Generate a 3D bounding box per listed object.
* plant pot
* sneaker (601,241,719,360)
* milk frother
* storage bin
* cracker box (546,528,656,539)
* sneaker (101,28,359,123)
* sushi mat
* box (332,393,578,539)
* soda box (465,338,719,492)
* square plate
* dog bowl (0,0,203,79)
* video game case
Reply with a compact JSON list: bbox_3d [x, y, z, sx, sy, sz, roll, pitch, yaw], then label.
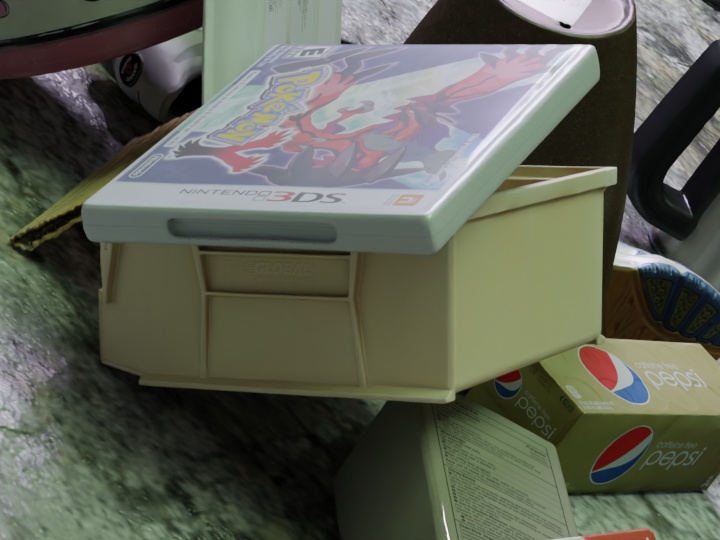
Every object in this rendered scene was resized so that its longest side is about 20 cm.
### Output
[{"bbox_3d":[0.079,-0.079,1.523,0.186,0.200,0.187,12,37,-9],"label":"plant pot"},{"bbox_3d":[0.151,-0.002,1.706,0.199,0.075,0.088,25,24,-27],"label":"sneaker"},{"bbox_3d":[0.283,-0.099,1.934,0.180,0.188,0.200,33,22,-9],"label":"milk frother"},{"bbox_3d":[0.000,0.000,1.345,0.198,0.094,0.200,3,9,27],"label":"storage bin"},{"bbox_3d":[0.091,0.211,1.105,0.134,0.058,0.201,-2,63,-39],"label":"cracker box"},{"bbox_3d":[-0.057,-0.098,1.609,0.199,0.074,0.089,5,36,-35],"label":"sneaker"},{"bbox_3d":[-0.111,-0.059,1.433,0.012,0.095,0.200,63,21,-9],"label":"sushi mat"},{"bbox_3d":[0.050,0.145,1.266,0.095,0.078,0.200,28,24,-18],"label":"box"},{"bbox_3d":[0.146,0.083,1.545,0.200,0.064,0.068,4,38,-51],"label":"soda box"},{"bbox_3d":[-0.043,-0.141,1.459,0.028,0.201,0.198,1,-5,14],"label":"square plate"},{"bbox_3d":[-0.148,-0.164,1.474,0.200,0.199,0.074,-55,133,-68],"label":"dog bowl"},{"bbox_3d":[-0.006,-0.062,1.270,0.182,0.023,0.200,2,27,28],"label":"video game case"}]
